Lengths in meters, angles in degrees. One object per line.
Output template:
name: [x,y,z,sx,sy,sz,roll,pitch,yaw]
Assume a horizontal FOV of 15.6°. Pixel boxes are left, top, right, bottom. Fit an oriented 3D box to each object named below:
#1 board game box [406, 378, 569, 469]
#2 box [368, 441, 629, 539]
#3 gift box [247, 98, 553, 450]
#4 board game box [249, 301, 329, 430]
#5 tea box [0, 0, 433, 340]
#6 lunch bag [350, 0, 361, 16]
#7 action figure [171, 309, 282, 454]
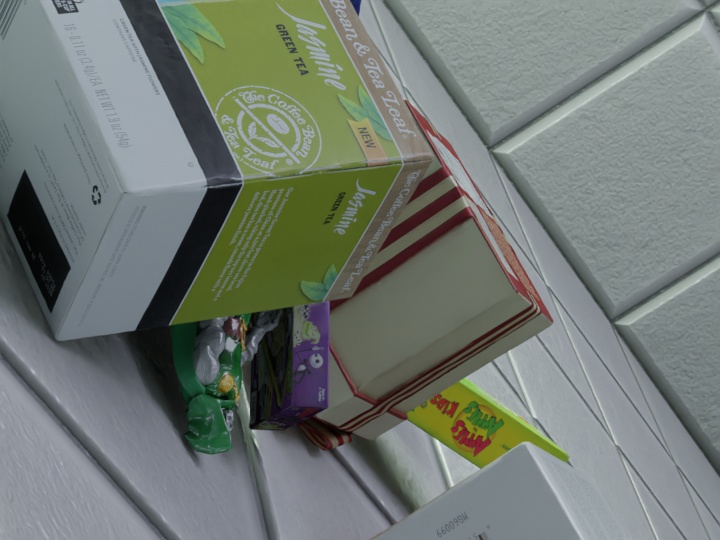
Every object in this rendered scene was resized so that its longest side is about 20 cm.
board game box: [0.056,0.095,1.988,0.200,0.048,0.102,35,1,-28]
box: [0.096,0.207,1.740,0.107,0.152,0.200,60,9,19]
gift box: [0.000,0.000,1.808,0.185,0.186,0.200,61,8,20]
board game box: [-0.044,-0.006,1.651,0.120,0.032,0.201,138,-46,-76]
tea box: [-0.100,-0.088,1.458,0.196,0.134,0.200,-9,57,-33]
lunch bag: [-0.092,-0.178,1.698,0.169,0.128,0.200,15,-8,-8]
action figure: [-0.081,0.017,1.573,0.118,0.054,0.201,67,26,-61]
